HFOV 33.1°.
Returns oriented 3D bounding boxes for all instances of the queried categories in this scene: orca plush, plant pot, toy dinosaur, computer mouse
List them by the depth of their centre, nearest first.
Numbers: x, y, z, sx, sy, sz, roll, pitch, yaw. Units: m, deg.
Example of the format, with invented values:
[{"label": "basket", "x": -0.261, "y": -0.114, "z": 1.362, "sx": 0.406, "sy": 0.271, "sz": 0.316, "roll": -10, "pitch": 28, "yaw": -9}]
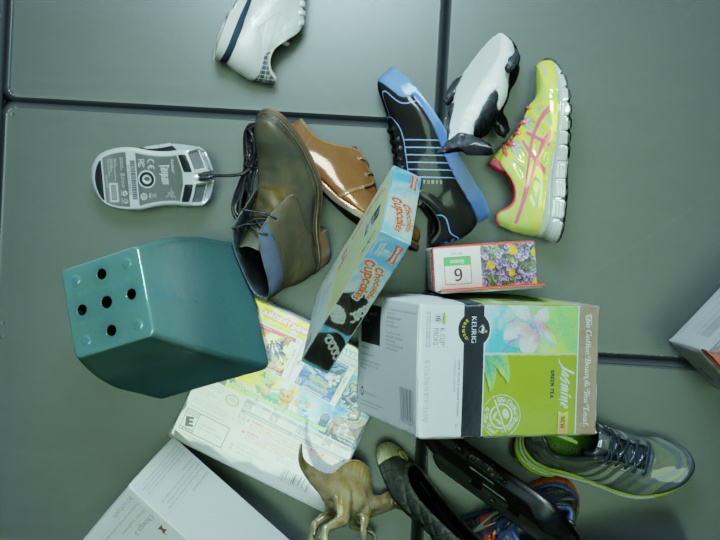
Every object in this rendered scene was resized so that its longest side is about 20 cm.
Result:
[{"label": "plant pot", "x": -0.211, "y": 0.043, "z": 1.248, "sx": 0.140, "sy": 0.200, "sz": 0.143, "roll": -17, "pitch": 77, "yaw": 18}, {"label": "orca plush", "x": 0.145, "y": -0.172, "z": 1.298, "sx": 0.105, "sy": 0.201, "sz": 0.071, "roll": -34, "pitch": 115, "yaw": 28}, {"label": "toy dinosaur", "x": -0.024, "y": 0.253, "z": 1.322, "sx": 0.199, "sy": 0.058, "sz": 0.102, "roll": 30, "pitch": 73, "yaw": -39}, {"label": "computer mouse", "x": -0.199, "y": -0.108, "z": 1.343, "sx": 0.198, "sy": 0.044, "sz": 0.111, "roll": 1, "pitch": 106, "yaw": 7}]

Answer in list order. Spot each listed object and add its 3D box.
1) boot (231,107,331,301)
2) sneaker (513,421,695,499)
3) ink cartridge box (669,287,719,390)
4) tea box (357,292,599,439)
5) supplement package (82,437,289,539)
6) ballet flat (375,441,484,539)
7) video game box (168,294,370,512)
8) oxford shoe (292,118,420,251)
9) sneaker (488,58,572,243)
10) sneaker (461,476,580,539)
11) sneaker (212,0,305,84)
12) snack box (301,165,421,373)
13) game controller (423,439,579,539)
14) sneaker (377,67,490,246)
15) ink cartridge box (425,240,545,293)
[{"label": "boot", "x": -0.092, "y": -0.064, "z": 1.284, "sx": 0.074, "sy": 0.097, "sz": 0.201, "roll": 10, "pitch": 129, "yaw": 38}, {"label": "sneaker", "x": 0.271, "y": 0.203, "z": 1.328, "sx": 0.198, "sy": 0.081, "sz": 0.075, "roll": 7, "pitch": 71, "yaw": -1}, {"label": "ink cartridge box", "x": 0.443, "y": 0.038, "z": 1.285, "sx": 0.084, "sy": 0.176, "sz": 0.200, "roll": 44, "pitch": 92, "yaw": -1}, {"label": "tea box", "x": 0.116, "y": 0.093, "z": 1.254, "sx": 0.195, "sy": 0.200, "sz": 0.135, "roll": 0, "pitch": 92, "yaw": -16}, {"label": "supplement package", "x": -0.181, "y": 0.305, "z": 1.308, "sx": 0.200, "sy": 0.117, "sz": 0.117, "roll": 41, "pitch": 114, "yaw": -1}, {"label": "ballet flat", "x": 0.087, "y": 0.258, "z": 1.320, "sx": 0.200, "sy": 0.066, "sz": 0.057, "roll": 49, "pitch": 115, "yaw": 28}, {"label": "video game box", "x": -0.087, "y": 0.142, "z": 1.355, "sx": 0.199, "sy": 0.047, "sz": 0.183, "roll": 26, "pitch": 94, "yaw": -1}, {"label": "oxford shoe", "x": -0.007, "y": -0.095, "z": 1.338, "sx": 0.199, "sy": 0.071, "sz": 0.071, "roll": 37, "pitch": 84, "yaw": -1}, {"label": "sneaker", "x": 0.186, "y": -0.134, "z": 1.333, "sx": 0.089, "sy": 0.078, "sz": 0.202, "roll": 4, "pitch": 88, "yaw": 10}, {"label": "sneaker", "x": 0.156, "y": 0.296, "z": 1.341, "sx": 0.199, "sy": 0.078, "sz": 0.076, "roll": -35, "pitch": 90, "yaw": 1}, {"label": "sneaker", "x": -0.091, "y": -0.307, "z": 1.338, "sx": 0.080, "sy": 0.076, "sz": 0.201, "roll": 25, "pitch": 96, "yaw": -12}, {"label": "snack box", "x": 0.000, "y": 0.000, "z": 1.267, "sx": 0.037, "sy": 0.117, "sz": 0.201, "roll": 24, "pitch": 128, "yaw": -10}, {"label": "game controller", "x": 0.145, "y": 0.223, "z": 1.286, "sx": 0.042, "sy": 0.105, "sz": 0.199, "roll": -44, "pitch": 50, "yaw": -18}, {"label": "sneaker", "x": 0.062, "y": -0.123, "z": 1.335, "sx": 0.078, "sy": 0.070, "sz": 0.201, "roll": -32, "pitch": 92, "yaw": -6}, {"label": "ink cartridge box", "x": 0.127, "y": -0.005, "z": 1.272, "sx": 0.108, "sy": 0.200, "sz": 0.051, "roll": -4, "pitch": 90, "yaw": 0}]
